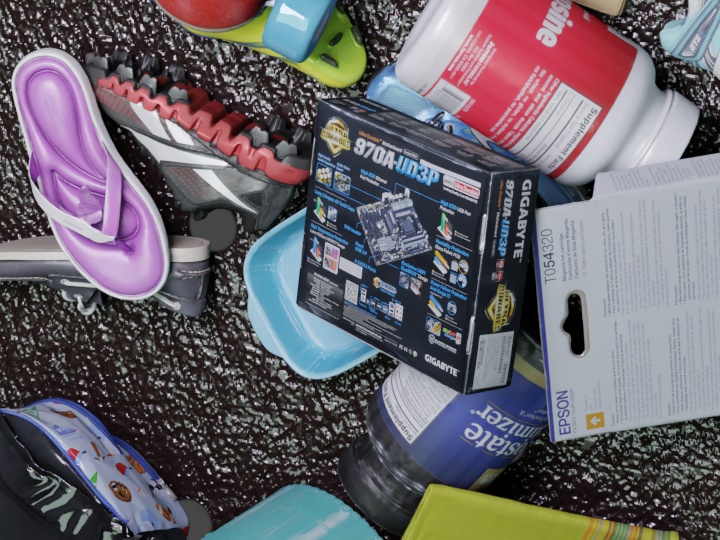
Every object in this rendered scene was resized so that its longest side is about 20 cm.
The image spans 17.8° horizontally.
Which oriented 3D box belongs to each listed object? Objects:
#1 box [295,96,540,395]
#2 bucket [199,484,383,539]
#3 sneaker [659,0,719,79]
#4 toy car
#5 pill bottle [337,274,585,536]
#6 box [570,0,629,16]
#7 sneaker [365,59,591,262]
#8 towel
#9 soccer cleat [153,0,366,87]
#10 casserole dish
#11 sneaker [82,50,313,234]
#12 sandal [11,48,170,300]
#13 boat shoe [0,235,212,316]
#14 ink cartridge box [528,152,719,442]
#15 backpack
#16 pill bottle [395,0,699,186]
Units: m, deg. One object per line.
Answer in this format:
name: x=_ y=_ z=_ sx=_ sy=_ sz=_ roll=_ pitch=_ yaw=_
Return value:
box: x=0.035 y=-0.021 z=1.611 sx=0.199 sy=0.046 sz=0.160 roll=26 pitch=116 yaw=47
bucket: x=-0.055 y=0.272 z=1.743 sx=0.207 sy=0.135 sz=0.208 roll=34 pitch=143 yaw=30
sneaker: x=0.253 y=-0.229 z=1.572 sx=0.086 sy=0.078 sz=0.201 roll=16 pitch=109 yaw=17
toy car: x=-0.082 y=-0.269 z=1.579 sx=0.183 sy=0.200 sz=0.178 roll=29 pitch=76 yaw=2
pill bottle: x=0.075 y=0.101 z=1.704 sx=0.112 sy=0.112 sz=0.200 roll=42 pitch=113 yaw=3
box: x=0.139 y=-0.300 z=1.618 sx=0.162 sy=0.021 sz=0.201 roll=21 pitch=111 yaw=11
sneaker: x=0.085 y=-0.079 z=1.661 sx=0.200 sy=0.090 sz=0.079 roll=40 pitch=113 yaw=5
towel: x=0.132 y=0.205 z=1.710 sx=0.198 sy=0.018 sz=0.086 roll=13 pitch=129 yaw=-12
soccer cleat: x=-0.084 y=-0.193 z=1.712 sx=0.199 sy=0.065 sz=0.084 roll=32 pitch=142 yaw=3
casserole dish: x=0.000 y=0.000 z=1.726 sx=0.199 sy=0.039 sz=0.122 roll=-31 pitch=86 yaw=30
sneaker: x=-0.133 y=-0.094 z=1.739 sx=0.199 sy=0.071 sz=0.098 roll=28 pitch=112 yaw=9
sandal: x=-0.212 y=-0.066 z=1.721 sx=0.082 sy=0.050 sz=0.204 roll=-24 pitch=97 yaw=15
boat shoe: x=-0.213 y=0.007 z=1.795 sx=0.198 sy=0.073 sz=0.063 roll=0 pitch=102 yaw=13
ink cartridge box: x=0.220 y=0.016 z=1.610 sx=0.198 sy=0.043 sz=0.198 roll=-8 pitch=121 yaw=-1
backpack: x=-0.243 y=0.198 z=1.811 sx=0.200 sy=0.154 sz=0.191 roll=-43 pitch=81 yaw=20
pill bottle: x=0.133 y=-0.131 z=1.610 sx=0.199 sy=0.112 sz=0.113 roll=31 pitch=113 yaw=-7
